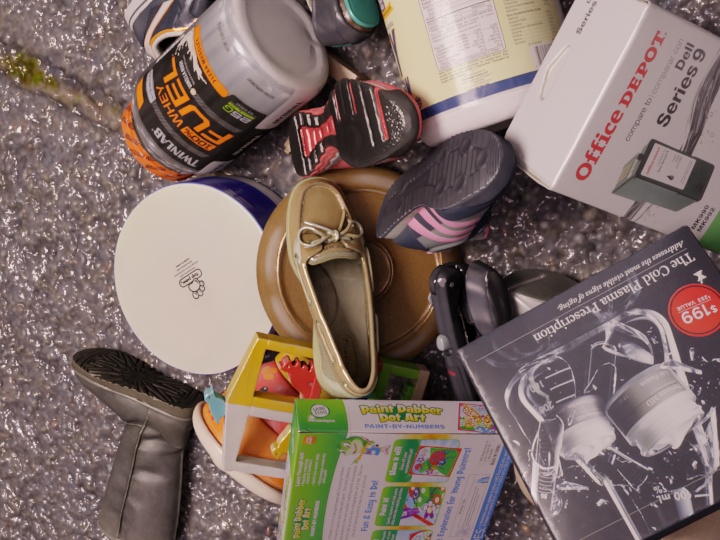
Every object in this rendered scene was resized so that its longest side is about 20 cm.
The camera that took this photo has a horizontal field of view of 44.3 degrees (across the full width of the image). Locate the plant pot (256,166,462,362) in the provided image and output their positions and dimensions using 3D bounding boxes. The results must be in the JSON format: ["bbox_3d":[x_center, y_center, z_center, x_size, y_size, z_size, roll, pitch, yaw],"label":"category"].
[{"bbox_3d":[0.000,0.000,0.838,0.199,0.027,0.201,0,93,-3],"label":"plant pot"}]

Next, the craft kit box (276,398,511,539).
[{"bbox_3d":[0.028,0.202,0.813,0.196,0.049,0.201,1,128,-13],"label":"craft kit box"}]

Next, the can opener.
[{"bbox_3d":[0.104,0.082,0.818,0.063,0.079,0.201,-17,114,-16],"label":"can opener"}]

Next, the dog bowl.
[{"bbox_3d":[-0.154,0.004,0.921,0.199,0.079,0.201,4,101,22],"label":"dog bowl"}]

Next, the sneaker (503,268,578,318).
[{"bbox_3d":[0.220,0.060,0.789,0.199,0.070,0.081,16,121,22],"label":"sneaker"}]

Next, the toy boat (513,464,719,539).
[{"bbox_3d":[0.235,0.182,0.770,0.199,0.131,0.131,22,74,34],"label":"toy boat"}]

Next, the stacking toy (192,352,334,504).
[{"bbox_3d":[-0.060,0.121,0.897,0.146,0.146,0.200,40,93,11],"label":"stacking toy"}]

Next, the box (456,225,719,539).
[{"bbox_3d":[0.206,0.102,0.666,0.199,0.104,0.183,-30,65,6],"label":"box"}]

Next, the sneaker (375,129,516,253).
[{"bbox_3d":[0.087,-0.059,0.735,0.082,0.200,0.071,20,75,-19],"label":"sneaker"}]

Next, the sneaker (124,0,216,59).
[{"bbox_3d":[-0.150,-0.280,0.870,0.200,0.078,0.080,-39,79,35],"label":"sneaker"}]

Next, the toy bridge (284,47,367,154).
[{"bbox_3d":[-0.026,-0.198,0.859,0.067,0.027,0.201,38,112,15],"label":"toy bridge"}]

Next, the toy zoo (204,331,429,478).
[{"bbox_3d":[-0.046,0.133,0.820,0.199,0.020,0.132,13,101,-17],"label":"toy zoo"}]

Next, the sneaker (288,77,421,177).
[{"bbox_3d":[0.009,-0.129,0.775,0.200,0.086,0.074,2,103,62],"label":"sneaker"}]

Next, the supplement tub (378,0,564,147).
[{"bbox_3d":[0.092,-0.218,0.741,0.144,0.145,0.201,-15,93,24],"label":"supplement tub"}]

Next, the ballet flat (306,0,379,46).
[{"bbox_3d":[-0.031,-0.297,0.813,0.073,0.073,0.201,-14,78,24],"label":"ballet flat"}]

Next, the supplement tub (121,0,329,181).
[{"bbox_3d":[-0.136,-0.173,0.847,0.200,0.122,0.123,-31,87,37],"label":"supplement tub"}]

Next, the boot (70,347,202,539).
[{"bbox_3d":[-0.272,0.209,1.022,0.181,0.073,0.201,25,115,19],"label":"boot"}]

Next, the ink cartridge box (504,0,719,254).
[{"bbox_3d":[0.231,-0.110,0.675,0.199,0.084,0.147,15,111,-26],"label":"ink cartridge box"}]

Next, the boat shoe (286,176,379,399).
[{"bbox_3d":[-0.020,0.012,0.777,0.073,0.063,0.202,-4,81,-17],"label":"boat shoe"}]
